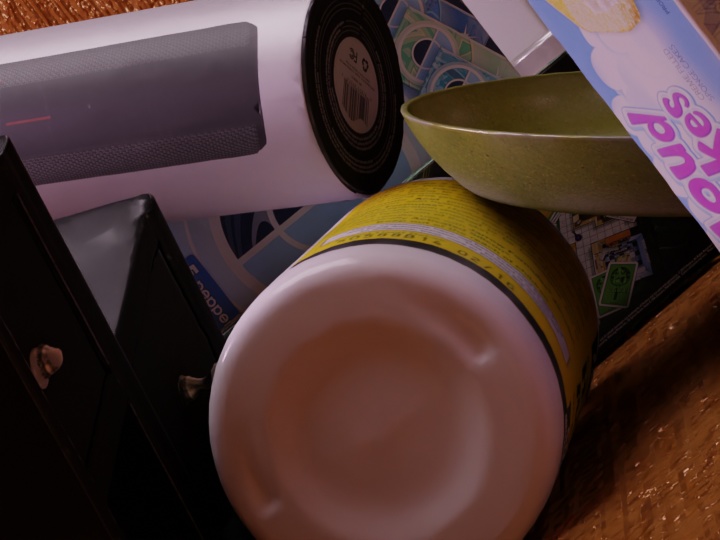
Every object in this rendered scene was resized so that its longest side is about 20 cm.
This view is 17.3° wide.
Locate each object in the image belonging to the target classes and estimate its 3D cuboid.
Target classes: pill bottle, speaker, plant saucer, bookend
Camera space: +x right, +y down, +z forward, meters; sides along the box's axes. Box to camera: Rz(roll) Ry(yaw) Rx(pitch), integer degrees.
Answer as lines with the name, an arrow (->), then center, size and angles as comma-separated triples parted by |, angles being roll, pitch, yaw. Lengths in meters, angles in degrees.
pill bottle -> 0.023, 0.029, 0.806 | 0.111, 0.112, 0.200 | -37, 3, 16
speaker -> -0.088, -0.056, 0.887 | 0.199, 0.082, 0.081 | -6, 19, 27
plant saucer -> 0.113, -0.045, 0.804 | 0.198, 0.031, 0.200 | -3, 11, 1
bookend -> -0.101, 0.030, 0.737 | 0.091, 0.200, 0.201 | -15, 34, 14

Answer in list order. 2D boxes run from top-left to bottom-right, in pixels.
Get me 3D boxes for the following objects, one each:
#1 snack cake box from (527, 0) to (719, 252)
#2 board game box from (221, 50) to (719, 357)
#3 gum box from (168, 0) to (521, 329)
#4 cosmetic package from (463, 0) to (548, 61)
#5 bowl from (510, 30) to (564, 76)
snack cake box -> 0.116, -0.094, 0.672 | 0.115, 0.200, 0.067 | -39, 3, -23
board game box -> 0.037, 0.015, 0.933 | 0.200, 0.105, 0.023 | -38, 4, -13
gum box -> 0.000, 0.000, 0.964 | 0.200, 0.170, 0.045 | -39, 3, -11
cosmetic package -> 0.039, -0.082, 1.402 | 0.200, 0.167, 0.167 | -38, -16, 7
bowl -> 0.131, -0.081, 1.205 | 0.200, 0.108, 0.200 | -39, 3, 3
